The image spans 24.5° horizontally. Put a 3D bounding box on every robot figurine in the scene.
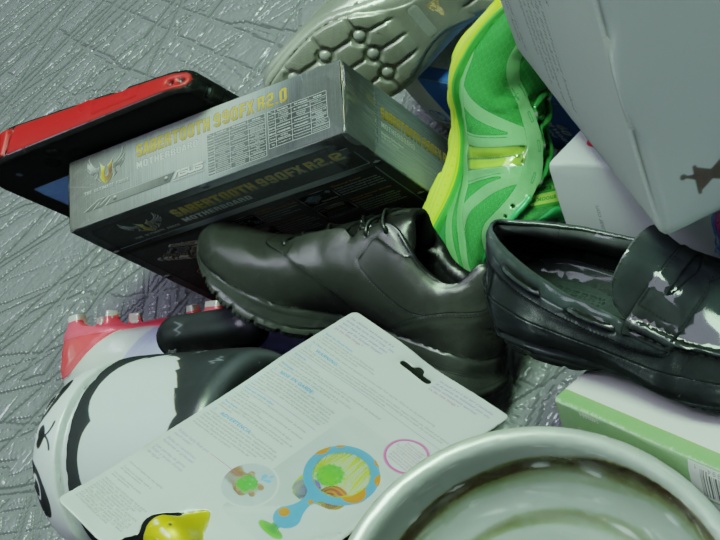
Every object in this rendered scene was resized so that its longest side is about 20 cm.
[{"bbox_3d":[-0.098,0.107,0.949,0.199,0.125,0.150,-6,22,37],"label":"robot figurine"}]

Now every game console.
[{"bbox_3d":[-0.113,-0.060,1.045,0.176,0.200,0.031,-12,68,32],"label":"game console"}]

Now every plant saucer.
[{"bbox_3d":[0.082,0.172,0.738,0.199,0.050,0.201,-1,69,3],"label":"plant saucer"}]

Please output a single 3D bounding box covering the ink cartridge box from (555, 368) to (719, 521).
[{"bbox_3d":[0.212,0.040,0.801,0.200,0.048,0.145,-38,35,-26],"label":"ink cartridge box"}]

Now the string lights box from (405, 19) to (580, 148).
[{"bbox_3d":[0.123,-0.132,1.004,0.199,0.059,0.103,19,72,47],"label":"string lights box"}]

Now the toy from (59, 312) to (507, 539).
[{"bbox_3d":[-0.036,0.106,0.827,0.200,0.047,0.115,-29,48,-35],"label":"toy"}]

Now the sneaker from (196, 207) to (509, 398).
[{"bbox_3d":[0.000,0.000,0.935,0.199,0.076,0.091,19,112,18],"label":"sneaker"}]

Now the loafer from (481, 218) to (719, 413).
[{"bbox_3d":[0.139,0.016,0.771,0.200,0.071,0.068,12,44,40],"label":"loafer"}]

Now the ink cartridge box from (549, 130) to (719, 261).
[{"bbox_3d":[0.215,-0.053,0.810,0.199,0.085,0.145,6,40,45],"label":"ink cartridge box"}]

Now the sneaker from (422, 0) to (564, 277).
[{"bbox_3d":[0.088,-0.064,0.928,0.083,0.074,0.201,30,122,34],"label":"sneaker"}]

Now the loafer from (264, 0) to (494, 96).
[{"bbox_3d":[0.027,-0.162,1.011,0.199,0.070,0.070,-32,29,13],"label":"loafer"}]

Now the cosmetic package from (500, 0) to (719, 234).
[{"bbox_3d":[0.154,-0.157,0.751,0.164,0.165,0.200,-25,37,-1],"label":"cosmetic package"}]

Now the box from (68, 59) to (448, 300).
[{"bbox_3d":[-0.051,-0.046,1.000,0.199,0.158,0.049,-18,63,28],"label":"box"}]

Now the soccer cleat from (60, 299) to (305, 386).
[{"bbox_3d":[-0.111,0.060,1.061,0.199,0.067,0.077,-5,86,32],"label":"soccer cleat"}]
